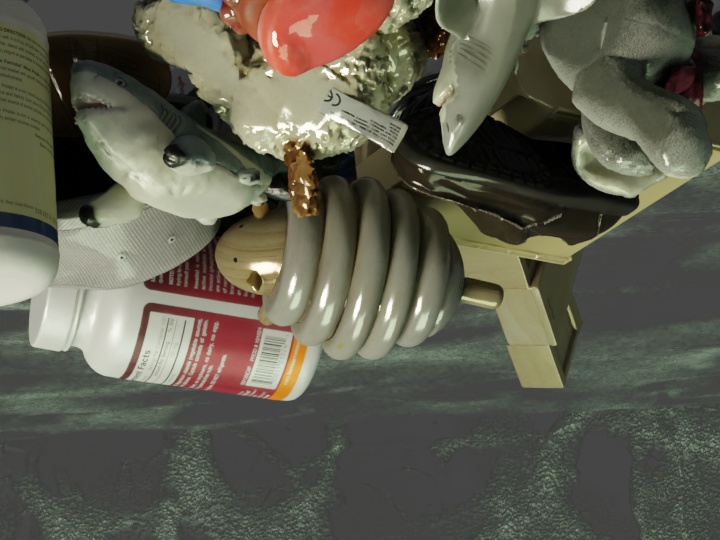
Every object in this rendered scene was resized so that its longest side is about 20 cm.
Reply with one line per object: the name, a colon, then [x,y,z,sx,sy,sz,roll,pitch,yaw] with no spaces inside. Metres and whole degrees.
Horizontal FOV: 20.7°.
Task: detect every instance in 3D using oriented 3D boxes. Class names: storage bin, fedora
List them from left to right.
fedora: [-0.172,-0.046,1.319,0.200,0.090,0.177,-21,-150,-21]
storage bin: [0.127,-0.097,1.389,0.198,0.094,0.200,10,152,-33]

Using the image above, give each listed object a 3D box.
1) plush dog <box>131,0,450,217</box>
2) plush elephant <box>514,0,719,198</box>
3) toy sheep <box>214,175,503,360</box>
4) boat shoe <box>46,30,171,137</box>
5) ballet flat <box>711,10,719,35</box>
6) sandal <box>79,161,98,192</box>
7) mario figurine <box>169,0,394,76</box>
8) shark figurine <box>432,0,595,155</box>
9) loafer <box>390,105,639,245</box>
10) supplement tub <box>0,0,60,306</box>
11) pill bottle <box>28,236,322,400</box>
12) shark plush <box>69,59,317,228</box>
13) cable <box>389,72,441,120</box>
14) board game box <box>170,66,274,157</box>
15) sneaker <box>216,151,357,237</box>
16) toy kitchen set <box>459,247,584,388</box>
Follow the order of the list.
plush dog: [-0.018,-0.128,1.231,0.200,0.161,0.172,-9,-169,23]
plush elephant: [0.187,-0.130,1.216,0.200,0.165,0.155,9,175,44]
toy sheep: [0.000,0.000,1.338,0.200,0.138,0.138,6,166,-13]
boat shoe: [-0.225,-0.128,1.315,0.200,0.071,0.065,-6,-157,1]
ballet flat: [0.334,-0.166,1.397,0.200,0.057,0.066,-2,141,-35]
sandal: [-0.156,-0.064,1.476,0.048,0.075,0.200,33,-172,31]
mario figurine: [-0.069,-0.177,1.054,0.200,0.106,0.123,17,-147,21]
shark figurine: [0.094,-0.176,1.133,0.089,0.128,0.215,15,143,10]
loafer: [0.094,-0.047,1.260,0.200,0.073,0.071,13,125,-37]
supplement tub: [-0.252,-0.084,1.153,0.145,0.200,0.145,-4,168,-1]
pill bottle: [-0.132,0.027,1.423,0.200,0.113,0.113,10,164,-17]
shark plush: [-0.091,-0.080,1.222,0.200,0.083,0.091,1,152,-39]
cable: [0.108,-0.113,1.512,0.163,0.051,0.200,-8,166,23]
board game box: [-0.080,-0.124,1.428,0.126,0.035,0.200,2,167,-24]
sneaker: [-0.050,-0.046,1.545,0.200,0.075,0.078,-27,171,-32]
toy kitchen set: [0.094,-0.025,1.718,0.180,0.163,0.200,-1,135,25]
